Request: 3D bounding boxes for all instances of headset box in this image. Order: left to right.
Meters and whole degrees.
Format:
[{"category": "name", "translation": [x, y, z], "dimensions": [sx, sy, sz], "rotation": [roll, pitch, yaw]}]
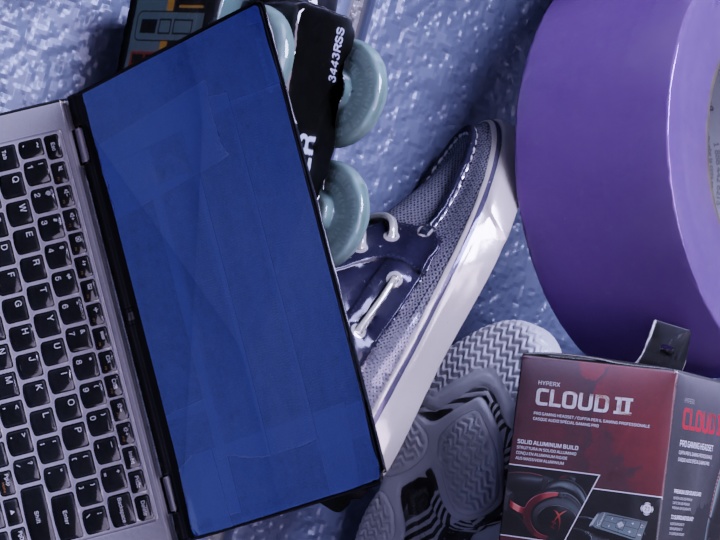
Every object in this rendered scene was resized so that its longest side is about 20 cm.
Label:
[{"category": "headset box", "translation": [0.118, 0.122, 1.242], "dimensions": [0.149, 0.075, 0.201], "rotation": [17, 80, -65]}]

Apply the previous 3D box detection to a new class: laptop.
[{"category": "laptop", "translation": [-0.114, 0.019, 1.105], "dimensions": [0.199, 0.116, 0.188], "rotation": [-14, 84, -8]}]

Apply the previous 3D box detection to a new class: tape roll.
[{"category": "tape roll", "translation": [0.162, -0.050, 1.340], "dimensions": [0.200, 0.085, 0.201], "rotation": [8, 80, -52]}]

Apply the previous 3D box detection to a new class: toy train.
[{"category": "toy train", "translation": [-0.058, -0.032, 1.208], "dimensions": [0.085, 0.114, 0.201], "rotation": [14, 84, -46]}]

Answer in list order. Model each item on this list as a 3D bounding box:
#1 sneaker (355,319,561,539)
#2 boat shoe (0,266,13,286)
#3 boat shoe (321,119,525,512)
[{"category": "sneaker", "translation": [0.066, 0.115, 1.320], "dimensions": [0.115, 0.075, 0.201], "rotation": [8, 114, -38]}, {"category": "boat shoe", "translation": [-0.197, 0.083, 1.175], "dimensions": [0.072, 0.059, 0.201], "rotation": [33, 77, -31]}, {"category": "boat shoe", "translation": [0.000, 0.000, 1.290], "dimensions": [0.093, 0.075, 0.201], "rotation": [31, 66, -14]}]
